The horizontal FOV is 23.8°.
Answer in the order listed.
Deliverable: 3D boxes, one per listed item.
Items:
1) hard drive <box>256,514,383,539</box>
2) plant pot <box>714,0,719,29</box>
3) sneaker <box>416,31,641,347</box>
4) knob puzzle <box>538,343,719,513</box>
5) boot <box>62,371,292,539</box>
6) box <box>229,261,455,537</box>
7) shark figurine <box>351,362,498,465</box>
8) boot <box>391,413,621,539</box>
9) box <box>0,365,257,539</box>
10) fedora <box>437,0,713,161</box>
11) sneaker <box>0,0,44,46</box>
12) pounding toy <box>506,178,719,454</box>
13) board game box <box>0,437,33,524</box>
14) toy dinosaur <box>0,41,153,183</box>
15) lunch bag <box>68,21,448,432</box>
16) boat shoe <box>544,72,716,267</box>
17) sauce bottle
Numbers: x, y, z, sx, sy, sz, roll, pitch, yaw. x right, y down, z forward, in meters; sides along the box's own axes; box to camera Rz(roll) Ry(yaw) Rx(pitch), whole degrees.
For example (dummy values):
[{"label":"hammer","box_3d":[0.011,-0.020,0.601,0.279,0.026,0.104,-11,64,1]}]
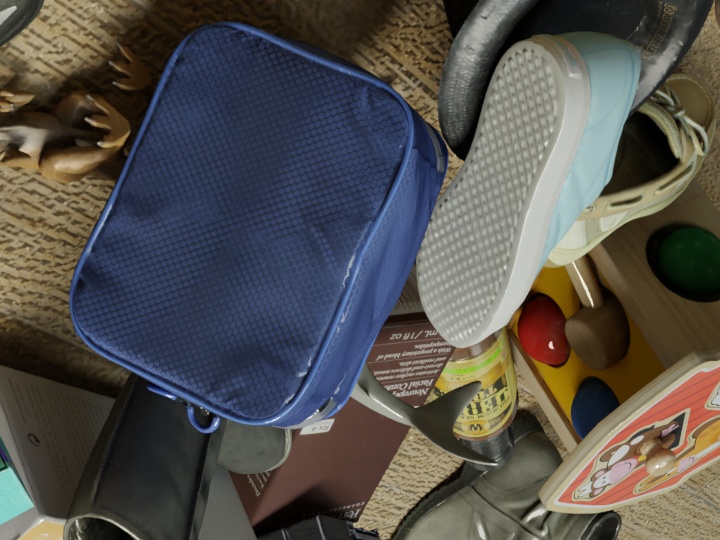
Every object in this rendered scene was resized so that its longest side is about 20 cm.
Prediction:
[{"label":"hard drive","box_3d":[-0.089,0.221,1.166,0.199,0.038,0.140,-23,162,11]},{"label":"plant pot","box_3d":[0.295,-0.168,0.940,0.175,0.200,0.200,-45,146,-4]},{"label":"sneaker","box_3d":[0.094,-0.038,0.888,0.082,0.074,0.201,-13,145,-33]},{"label":"knob puzzle","box_3d":[0.203,0.105,1.058,0.219,0.031,0.220,-24,153,-13]},{"label":"boot","box_3d":[-0.095,0.116,0.946,0.072,0.201,0.182,-21,129,15]},{"label":"box","box_3d":[-0.020,0.082,1.105,0.100,0.075,0.201,-6,138,-36]},{"label":"shark figurine","box_3d":[-0.007,0.021,0.958,0.127,0.216,0.090,-19,-171,-3]},{"label":"boot","box_3d":[0.106,0.220,1.326,0.067,0.131,0.200,10,126,-46]},{"label":"box","box_3d":[-0.183,0.158,1.011,0.152,0.107,0.200,-40,146,19]},{"label":"fedora","box_3d":[0.099,-0.146,0.911,0.200,0.092,0.201,-28,152,-17]},{"label":"sneaker","box_3d":[-0.213,-0.074,0.738,0.199,0.084,0.077,-35,147,0]},{"label":"pounding toy","box_3d":[0.168,0.022,1.120,0.141,0.185,0.200,-16,150,-27]},{"label":"board game box","box_3d":[-0.279,0.097,0.828,0.199,0.152,0.045,-28,146,-10]},{"label":"toy dinosaur","box_3d":[-0.142,-0.062,0.857,0.106,0.061,0.199,-28,151,38]},{"label":"lunch bag","box_3d":[-0.046,-0.011,0.856,0.201,0.135,0.132,-64,166,3]},{"label":"boat shoe","box_3d":[0.164,-0.072,1.034,0.200,0.073,0.063,-32,168,-38]},{"label":"sauce bottle","box_3d":[0.079,0.077,1.191,0.064,0.065,0.200,-30,145,-7]}]
